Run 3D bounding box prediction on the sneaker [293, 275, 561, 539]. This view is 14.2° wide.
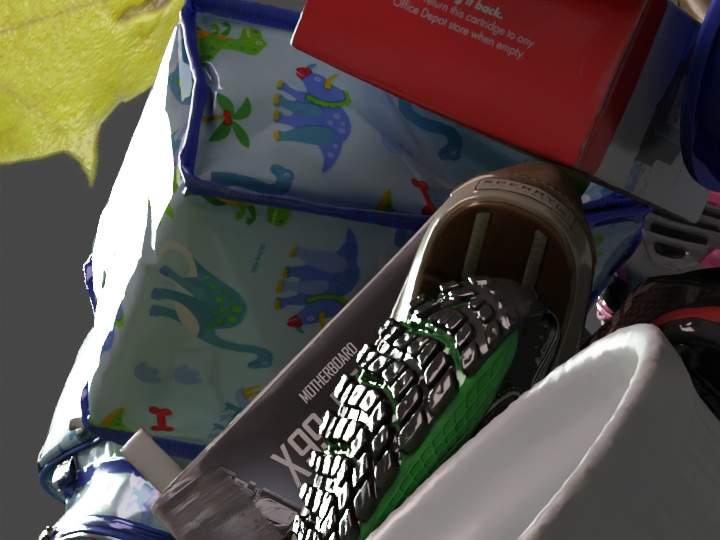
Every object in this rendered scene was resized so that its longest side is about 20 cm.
[{"bbox_3d":[0.021,0.093,0.914,0.078,0.085,0.201,-108,35,-63],"label":"sneaker"}]

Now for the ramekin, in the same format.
[{"bbox_3d":[0.040,0.118,0.763,0.200,0.098,0.200,-45,5,4],"label":"ramekin"}]

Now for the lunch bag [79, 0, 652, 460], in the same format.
[{"bbox_3d":[0.000,0.000,1.171,0.170,0.199,0.128,118,155,-47],"label":"lunch bag"}]

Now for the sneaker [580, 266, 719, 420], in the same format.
[{"bbox_3d":[0.092,0.058,1.008,0.200,0.071,0.098,-41,4,44],"label":"sneaker"}]

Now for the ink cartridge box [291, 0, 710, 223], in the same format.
[{"bbox_3d":[0.055,-0.078,1.006,0.068,0.116,0.200,-67,-22,3],"label":"ink cartridge box"}]

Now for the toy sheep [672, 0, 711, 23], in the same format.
[{"bbox_3d":[0.159,-0.116,1.439,0.137,0.200,0.139,-19,55,29],"label":"toy sheep"}]

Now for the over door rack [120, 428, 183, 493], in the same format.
[{"bbox_3d":[-0.078,0.166,1.205,0.148,0.067,0.200,-49,-32,1],"label":"over door rack"}]

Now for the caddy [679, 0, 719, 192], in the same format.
[{"bbox_3d":[0.183,-0.107,0.990,0.201,0.105,0.141,-59,-26,-1],"label":"caddy"}]

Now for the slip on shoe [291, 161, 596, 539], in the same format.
[{"bbox_3d":[0.027,0.055,0.963,0.061,0.076,0.201,-57,-16,-66],"label":"slip on shoe"}]

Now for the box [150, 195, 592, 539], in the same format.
[{"bbox_3d":[0.025,0.071,1.096,0.158,0.050,0.200,-46,-25,3],"label":"box"}]

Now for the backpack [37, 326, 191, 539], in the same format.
[{"bbox_3d":[-0.052,0.095,1.368,0.200,0.182,0.148,-42,28,63],"label":"backpack"}]

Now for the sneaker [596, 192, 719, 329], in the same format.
[{"bbox_3d":[0.133,0.000,1.276,0.200,0.079,0.096,-55,-11,-69],"label":"sneaker"}]
